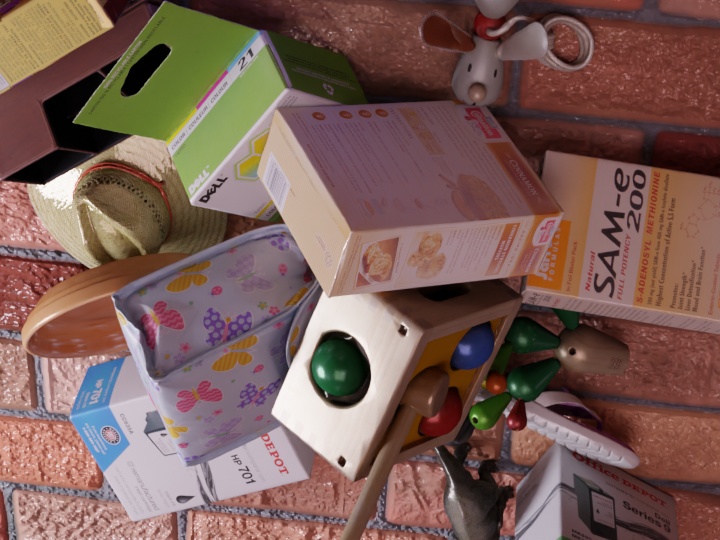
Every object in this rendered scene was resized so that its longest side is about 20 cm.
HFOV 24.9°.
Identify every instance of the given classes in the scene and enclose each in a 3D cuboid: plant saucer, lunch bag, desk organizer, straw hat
[{"bbox_3d":[-0.214,0.030,1.493,0.200,0.200,0.038,-22,75,21],"label":"plant saucer"},{"bbox_3d":[-0.094,0.061,1.421,0.200,0.127,0.170,-25,148,-12],"label":"lunch bag"},{"bbox_3d":[-0.230,-0.150,1.398,0.200,0.072,0.077,-26,79,22],"label":"desk organizer"},{"bbox_3d":[-0.218,-0.047,1.474,0.201,0.085,0.201,4,124,6],"label":"straw hat"}]

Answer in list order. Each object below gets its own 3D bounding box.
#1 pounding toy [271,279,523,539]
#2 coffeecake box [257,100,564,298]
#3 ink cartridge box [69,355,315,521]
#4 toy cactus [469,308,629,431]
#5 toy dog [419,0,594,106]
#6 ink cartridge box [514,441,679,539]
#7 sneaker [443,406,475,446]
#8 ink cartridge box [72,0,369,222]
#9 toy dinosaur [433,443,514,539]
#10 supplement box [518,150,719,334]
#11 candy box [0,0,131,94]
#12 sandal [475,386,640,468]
[{"bbox_3d":[0.029,0.098,1.361,0.142,0.200,0.184,36,118,25],"label":"pounding toy"},{"bbox_3d":[0.040,-0.064,1.332,0.200,0.154,0.073,-6,135,-29],"label":"coffeecake box"},{"bbox_3d":[-0.159,0.148,1.598,0.200,0.086,0.147,-15,120,19],"label":"ink cartridge box"},{"bbox_3d":[0.172,0.062,1.482,0.165,0.102,0.200,14,95,-19],"label":"toy cactus"},{"bbox_3d":[0.111,-0.216,1.311,0.132,0.096,0.200,-8,122,13],"label":"toy dog"},{"bbox_3d":[0.227,0.274,1.560,0.146,0.200,0.084,29,120,-12],"label":"ink cartridge box"},{"bbox_3d":[0.018,0.113,1.552,0.200,0.074,0.089,33,140,12],"label":"sneaker"},{"bbox_3d":[-0.113,-0.127,1.354,0.200,0.076,0.148,10,134,-45],"label":"ink cartridge box"},{"bbox_3d":[0.111,0.233,1.606,0.077,0.102,0.200,-1,124,8],"label":"toy dinosaur"},{"bbox_3d":[0.244,-0.022,1.399,0.199,0.074,0.126,8,82,2],"label":"supplement box"},{"bbox_3d":[-0.281,-0.201,1.362,0.200,0.117,0.057,-24,114,22],"label":"candy box"},{"bbox_3d":[0.184,0.131,1.557,0.202,0.082,0.050,26,80,-8],"label":"sandal"}]
